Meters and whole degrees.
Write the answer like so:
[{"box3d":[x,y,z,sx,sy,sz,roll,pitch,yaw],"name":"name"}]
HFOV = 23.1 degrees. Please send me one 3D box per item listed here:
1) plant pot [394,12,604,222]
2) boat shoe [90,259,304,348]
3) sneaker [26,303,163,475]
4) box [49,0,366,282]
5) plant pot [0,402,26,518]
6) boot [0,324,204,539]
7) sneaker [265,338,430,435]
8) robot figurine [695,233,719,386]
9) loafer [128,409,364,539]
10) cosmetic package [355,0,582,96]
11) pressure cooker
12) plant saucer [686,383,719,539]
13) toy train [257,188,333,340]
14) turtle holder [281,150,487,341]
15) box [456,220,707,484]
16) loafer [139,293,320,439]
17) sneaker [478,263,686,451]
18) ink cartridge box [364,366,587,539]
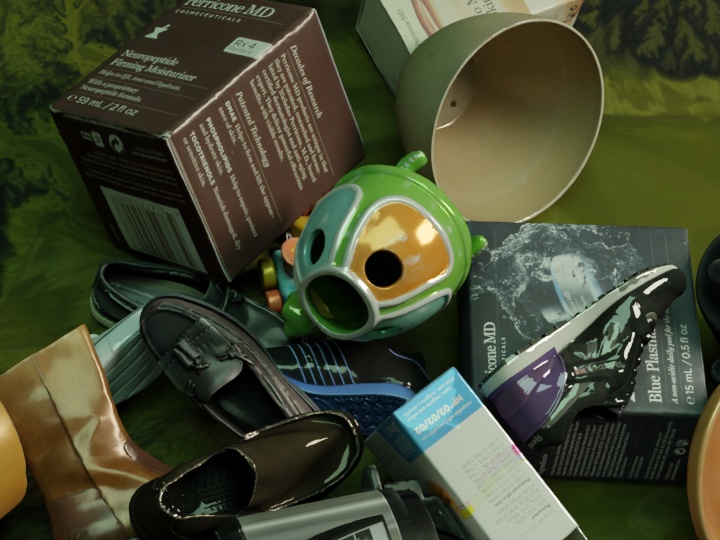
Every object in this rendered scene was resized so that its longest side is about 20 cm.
[{"box3d":[0.109,-0.156,1.653,0.200,0.201,0.134,-29,36,-23],"name":"plant pot"},{"box3d":[-0.145,0.034,1.555,0.199,0.066,0.075,20,54,10],"name":"boat shoe"},{"box3d":[-0.237,0.084,1.494,0.200,0.073,0.071,-39,54,-16],"name":"sneaker"},{"box3d":[-0.134,-0.125,1.582,0.166,0.164,0.200,16,49,41],"name":"box"},{"box3d":[-0.372,0.166,1.379,0.183,0.200,0.200,-26,59,-36],"name":"plant pot"},{"box3d":[-0.188,0.138,1.442,0.188,0.068,0.200,-27,83,-8],"name":"boot"},{"box3d":[-0.039,0.094,1.526,0.199,0.070,0.078,9,37,5],"name":"sneaker"},{"box3d":[0.356,0.028,1.514,0.150,0.200,0.125,-26,59,12],"name":"robot figurine"},{"box3d":[-0.081,0.164,1.382,0.200,0.071,0.073,-24,84,-21],"name":"loafer"},{"box3d":[0.109,-0.259,1.766,0.200,0.087,0.104,-23,69,-18],"name":"cosmetic package"},{"box3d":[-0.004,0.254,1.339,0.199,0.176,0.179,-9,26,-11],"name":"pressure cooker"},{"box3d":[0.336,0.159,1.447,0.200,0.200,0.037,-37,24,-26],"name":"plant saucer"},{"box3d":[-0.008,-0.028,1.617,0.150,0.056,0.200,22,55,13],"name":"toy train"},{"box3d":[-0.001,-0.009,1.480,0.185,0.141,0.132,2,37,38],"name":"turtle holder"},{"box3d":[0.186,0.069,1.522,0.199,0.118,0.197,2,54,-1],"name":"box"},{"box3d":[-0.101,0.096,1.452,0.200,0.072,0.063,42,15,-10],"name":"loafer"},{"box3d":[0.195,0.075,1.417,0.200,0.076,0.088,-33,78,-18],"name":"sneaker"},{"box3d":[0.098,0.186,1.404,0.068,0.115,0.200,-36,83,-19],"name":"ink cartridge box"}]
